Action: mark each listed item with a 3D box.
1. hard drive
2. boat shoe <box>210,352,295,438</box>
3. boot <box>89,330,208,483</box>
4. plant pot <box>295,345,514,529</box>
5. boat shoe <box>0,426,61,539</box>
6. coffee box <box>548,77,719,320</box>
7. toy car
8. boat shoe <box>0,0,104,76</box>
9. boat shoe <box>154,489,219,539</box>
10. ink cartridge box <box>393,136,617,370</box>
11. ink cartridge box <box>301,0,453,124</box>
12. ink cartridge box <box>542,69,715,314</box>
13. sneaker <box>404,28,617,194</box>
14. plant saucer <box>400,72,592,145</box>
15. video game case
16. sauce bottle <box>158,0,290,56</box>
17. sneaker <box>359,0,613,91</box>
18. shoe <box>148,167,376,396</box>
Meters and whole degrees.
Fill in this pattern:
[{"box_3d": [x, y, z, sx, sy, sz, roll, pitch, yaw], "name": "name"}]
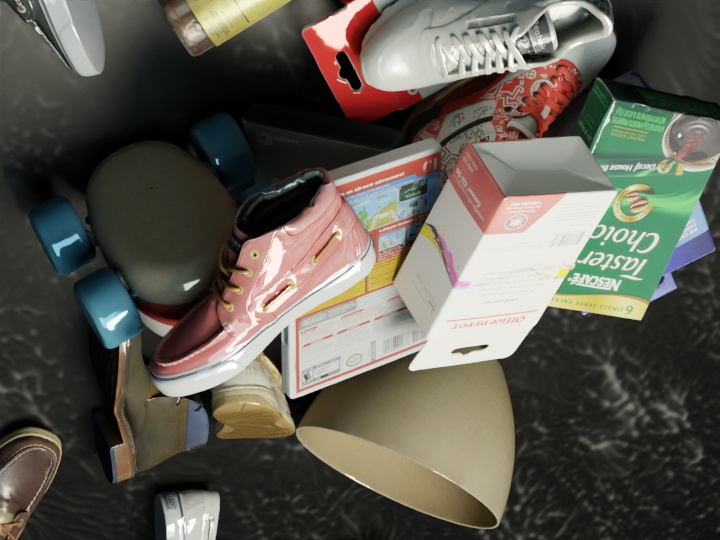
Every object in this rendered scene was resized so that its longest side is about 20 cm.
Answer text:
[{"box_3d": [-0.018, -0.043, 1.646, 0.139, 0.033, 0.200, 13, 135, 25], "name": "hard drive"}, {"box_3d": [-0.095, 0.106, 1.725, 0.073, 0.069, 0.200, -3, 166, -2], "name": "boat shoe"}, {"box_3d": [-0.183, 0.098, 1.731, 0.097, 0.075, 0.200, -14, 138, -21], "name": "boot"}, {"box_3d": [0.059, 0.128, 1.770, 0.200, 0.200, 0.135, 36, 71, -34], "name": "plant pot"}, {"box_3d": [-0.330, 0.229, 1.764, 0.072, 0.072, 0.200, 30, 111, -33], "name": "boat shoe"}, {"box_3d": [0.215, -0.055, 1.630, 0.123, 0.044, 0.200, 10, 120, -24], "name": "coffee box"}, {"box_3d": [-0.143, 0.008, 1.624, 0.184, 0.177, 0.200, -29, 141, -11], "name": "toy car"}, {"box_3d": [-0.251, -0.229, 1.480, 0.056, 0.069, 0.200, -13, 128, 14], "name": "boat shoe"}, {"box_3d": [-0.149, 0.293, 1.877, 0.086, 0.075, 0.203, -7, 116, -17], "name": "boat shoe"}, {"box_3d": [0.105, -0.012, 1.572, 0.116, 0.068, 0.200, -5, 139, -34], "name": "ink cartridge box"}, {"box_3d": [0.054, -0.213, 1.584, 0.200, 0.067, 0.116, -28, 128, 2], "name": "ink cartridge box"}, {"box_3d": [0.221, -0.055, 1.709, 0.136, 0.076, 0.200, -27, 130, 1], "name": "ink cartridge box"}, {"box_3d": [0.138, -0.123, 1.610, 0.201, 0.108, 0.067, -31, 128, 5], "name": "sneaker"}, {"box_3d": [0.122, -0.099, 1.710, 0.200, 0.032, 0.201, -9, 126, -12], "name": "plant saucer"}, {"box_3d": [0.000, 0.000, 1.582, 0.143, 0.017, 0.201, -19, 131, -26], "name": "video game case"}, {"box_3d": [-0.061, -0.243, 1.529, 0.200, 0.065, 0.065, -32, 128, 3], "name": "sauce bottle"}, {"box_3d": [0.096, -0.183, 1.526, 0.199, 0.081, 0.077, -21, 130, -2], "name": "sneaker"}, {"box_3d": [-0.088, 0.006, 1.475, 0.200, 0.071, 0.091, -34, 129, -5], "name": "shoe"}]
